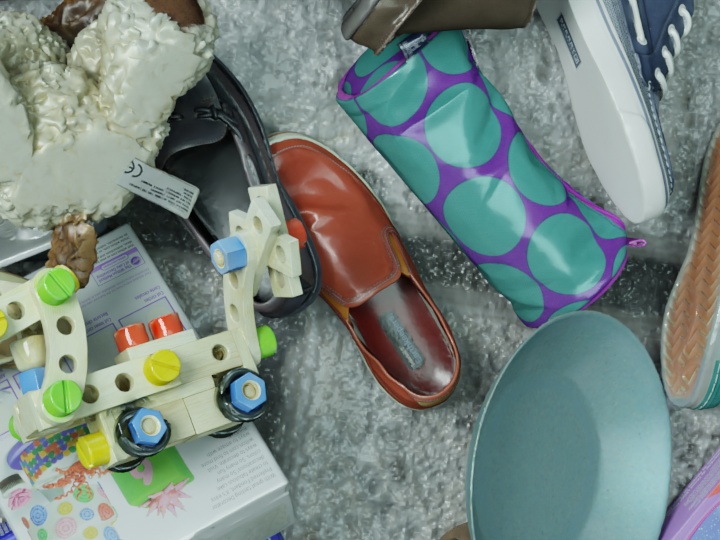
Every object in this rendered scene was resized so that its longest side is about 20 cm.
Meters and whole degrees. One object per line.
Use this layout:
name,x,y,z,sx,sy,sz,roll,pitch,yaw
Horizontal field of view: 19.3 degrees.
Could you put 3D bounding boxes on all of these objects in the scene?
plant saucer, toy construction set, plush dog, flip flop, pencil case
plant saucer,0.118,0.123,1.293,0.201,0.039,0.201,-5,97,-46
toy construction set,-0.116,0.033,1.127,0.200,0.092,0.131,-20,82,-16
plush dog,-0.190,-0.092,1.188,0.200,0.172,0.161,-16,122,-24
flip flop,0.074,0.182,1.322,0.081,0.058,0.200,45,64,-44
pencil case,0.078,-0.063,1.297,0.092,0.085,0.200,-40,102,-1

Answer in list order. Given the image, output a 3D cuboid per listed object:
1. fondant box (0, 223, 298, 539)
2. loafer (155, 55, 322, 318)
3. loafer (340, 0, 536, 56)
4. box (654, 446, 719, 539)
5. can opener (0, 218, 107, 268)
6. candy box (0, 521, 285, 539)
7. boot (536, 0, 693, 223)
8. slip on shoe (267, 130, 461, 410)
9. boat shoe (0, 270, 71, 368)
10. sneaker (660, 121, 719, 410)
fondant box,-0.147,0.089,1.206,0.144,0.058,0.200,-28,60,-11
loafer,-0.088,-0.061,1.245,0.072,0.063,0.200,-32,88,13
loafer,0.076,-0.172,1.225,0.200,0.073,0.071,-33,85,-28
box,0.240,0.215,1.374,0.137,0.039,0.200,43,83,-13
can opener,-0.243,0.000,1.233,0.200,0.067,0.053,-22,54,-2
candy box,-0.136,0.206,1.259,0.200,0.077,0.169,-27,97,-11
boot,0.175,-0.134,1.313,0.090,0.073,0.200,-17,85,-16
slip on shoe,0.000,0.000,1.292,0.074,0.061,0.200,-34,98,-8
boat shoe,-0.255,0.038,1.160,0.200,0.073,0.063,2,52,-4
sneaker,0.251,-0.001,1.343,0.080,0.071,0.200,20,78,-19
